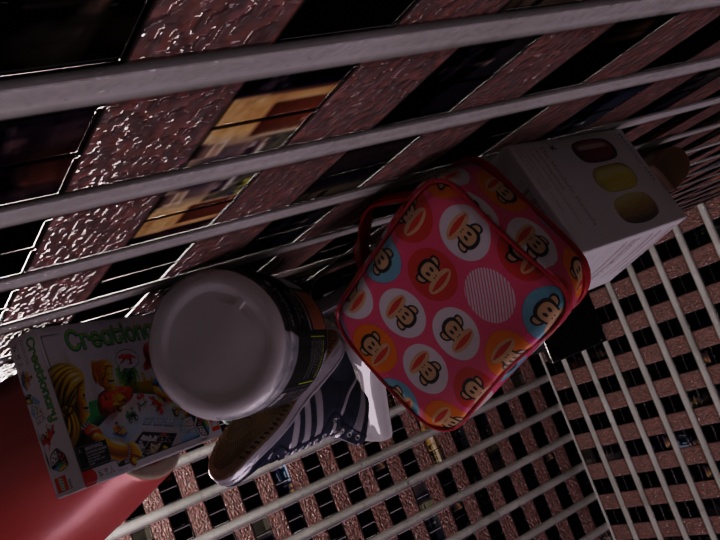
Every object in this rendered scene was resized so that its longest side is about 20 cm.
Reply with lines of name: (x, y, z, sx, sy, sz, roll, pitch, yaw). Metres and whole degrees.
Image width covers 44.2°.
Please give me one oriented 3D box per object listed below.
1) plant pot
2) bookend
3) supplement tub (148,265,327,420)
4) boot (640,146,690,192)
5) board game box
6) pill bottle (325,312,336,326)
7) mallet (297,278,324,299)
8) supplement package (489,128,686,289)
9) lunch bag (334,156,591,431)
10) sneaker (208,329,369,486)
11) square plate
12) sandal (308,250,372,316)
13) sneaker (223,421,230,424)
plant pot: (-0.276, 0.170, 0.827, 0.176, 0.202, 0.200, -33, 169, 19)
bookend: (0.232, 0.036, 1.270, 0.091, 0.203, 0.199, -18, 172, -18)
supplement tub: (-0.097, 0.063, 0.785, 0.121, 0.124, 0.200, -22, 172, 7)
boot: (0.299, -0.069, 1.090, 0.199, 0.074, 0.155, -35, -177, -18)
board game box: (-0.201, 0.106, 0.761, 0.034, 0.128, 0.199, -23, 173, 21)
pill bottle: (0.003, 0.081, 1.141, 0.199, 0.117, 0.116, -34, -178, -35)
mallet: (-0.061, 0.038, 1.078, 0.065, 0.042, 0.200, -25, 177, 8)
supplement package: (0.185, -0.046, 0.804, 0.198, 0.115, 0.110, -16, 157, -45)
lunch bag: (0.066, 0.014, 0.716, 0.082, 0.176, 0.201, -37, 169, -50)
sneaker: (-0.063, 0.166, 0.907, 0.069, 0.109, 0.200, 2, -140, 45)
square plate: (-0.066, 0.136, 1.034, 0.194, 0.029, 0.202, 4, 135, 12)
sandal: (0.000, 0.000, 0.963, 0.198, 0.043, 0.076, -32, 176, -17)
sneaker: (-0.175, 0.118, 0.968, 0.073, 0.120, 0.200, -19, 174, -27)
